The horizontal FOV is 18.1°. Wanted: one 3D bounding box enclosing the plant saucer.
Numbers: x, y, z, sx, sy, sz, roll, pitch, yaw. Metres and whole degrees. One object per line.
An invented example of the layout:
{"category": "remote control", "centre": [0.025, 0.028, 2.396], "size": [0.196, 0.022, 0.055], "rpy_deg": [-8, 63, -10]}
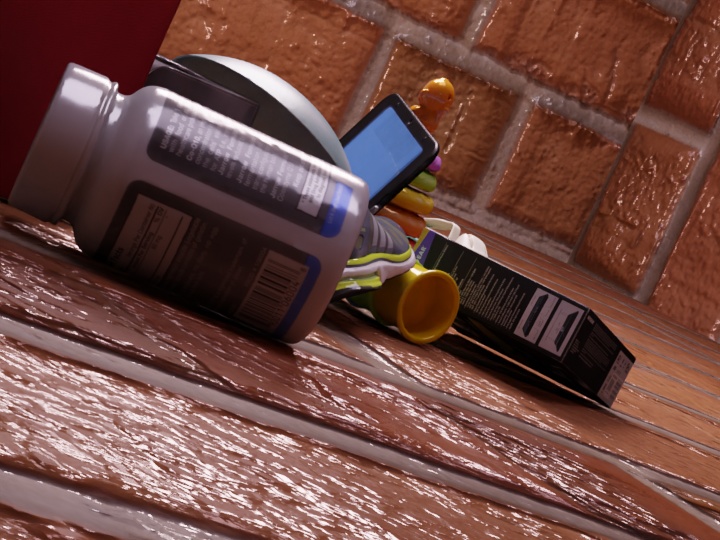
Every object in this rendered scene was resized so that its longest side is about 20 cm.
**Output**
{"category": "plant saucer", "centre": [-0.071, -0.113, 1.843], "size": [0.201, 0.039, 0.201], "rpy_deg": [35, -22, 16]}

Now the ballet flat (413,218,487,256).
{"category": "ballet flat", "centre": [0.090, -0.013, 2.341], "size": [0.067, 0.070, 0.200], "rpy_deg": [21, 6, -41]}

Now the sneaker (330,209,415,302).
{"category": "sneaker", "centre": [-0.007, -0.028, 1.681], "size": [0.074, 0.081, 0.200], "rpy_deg": [-11, 6, 10]}

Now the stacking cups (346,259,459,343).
{"category": "stacking cups", "centre": [0.000, 0.000, 1.811], "size": [0.060, 0.061, 0.200], "rpy_deg": [21, 4, -37]}

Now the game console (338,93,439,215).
{"category": "game console", "centre": [-0.043, -0.103, 2.061], "size": [0.176, 0.117, 0.200], "rpy_deg": [11, 16, -15]}

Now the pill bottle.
{"category": "pill bottle", "centre": [-0.106, -0.043, 1.381], "size": [0.200, 0.114, 0.114], "rpy_deg": [25, 4, -9]}

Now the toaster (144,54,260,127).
{"category": "toaster", "centre": [-0.194, -0.118, 1.740], "size": [0.181, 0.119, 0.200], "rpy_deg": [29, 6, 33]}

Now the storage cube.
{"category": "storage cube", "centre": [-0.257, -0.159, 1.488], "size": [0.171, 0.180, 0.200], "rpy_deg": [29, 7, 40]}

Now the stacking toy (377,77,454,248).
{"category": "stacking toy", "centre": [0.036, -0.092, 2.146], "size": [0.110, 0.200, 0.116], "rpy_deg": [29, 7, 42]}

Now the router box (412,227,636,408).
{"category": "router box", "centre": [0.133, 0.042, 1.874], "size": [0.157, 0.052, 0.200], "rpy_deg": [27, -5, 21]}
